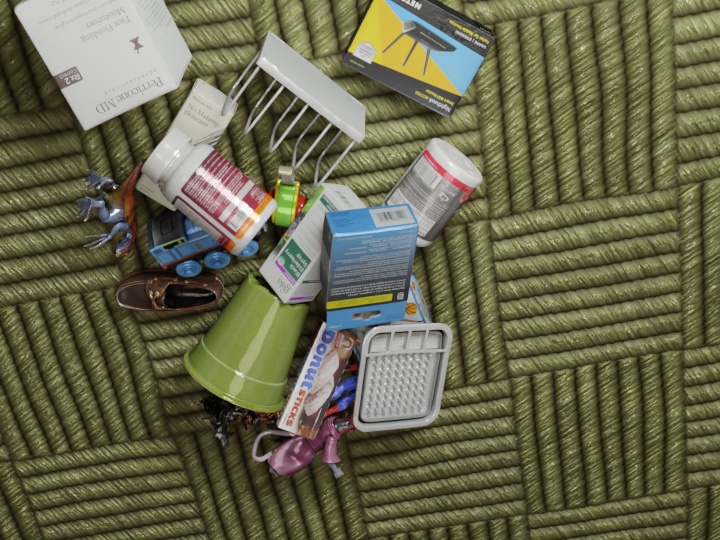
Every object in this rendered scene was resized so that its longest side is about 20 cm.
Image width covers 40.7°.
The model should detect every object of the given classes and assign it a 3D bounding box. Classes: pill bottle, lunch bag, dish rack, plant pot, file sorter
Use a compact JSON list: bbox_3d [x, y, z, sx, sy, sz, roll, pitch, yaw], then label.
[{"bbox_3d":[-0.237,-0.126,1.517,0.200,0.110,0.110,40,110,-7],"label":"pill bottle"},{"bbox_3d":[0.041,0.088,1.738,0.158,0.076,0.202,-18,116,10],"label":"lunch bag"},{"bbox_3d":[0.066,0.178,1.684,0.170,0.044,0.202,-2,112,-24],"label":"dish rack"},{"bbox_3d":[0.102,-0.111,1.617,0.110,0.111,0.201,32,112,-16],"label":"pill bottle"},{"bbox_3d":[-0.181,0.113,1.696,0.198,0.200,0.191,25,103,-13],"label":"plant pot"},{"bbox_3d":[-0.106,-0.250,1.529,0.199,0.139,0.125,36,113,-18],"label":"file sorter"}]

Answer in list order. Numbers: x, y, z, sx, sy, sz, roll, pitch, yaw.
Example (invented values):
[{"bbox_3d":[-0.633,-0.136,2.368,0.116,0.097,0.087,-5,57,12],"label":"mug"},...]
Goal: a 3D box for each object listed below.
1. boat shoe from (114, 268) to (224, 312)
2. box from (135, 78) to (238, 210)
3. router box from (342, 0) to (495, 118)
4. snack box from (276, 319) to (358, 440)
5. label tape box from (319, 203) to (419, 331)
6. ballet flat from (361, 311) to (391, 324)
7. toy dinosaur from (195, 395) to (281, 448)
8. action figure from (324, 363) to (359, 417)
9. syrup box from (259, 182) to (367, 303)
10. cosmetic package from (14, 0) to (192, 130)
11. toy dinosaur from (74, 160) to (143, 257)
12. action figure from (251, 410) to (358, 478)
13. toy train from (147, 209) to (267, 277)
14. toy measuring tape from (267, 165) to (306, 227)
[{"bbox_3d":[-0.339,0.038,1.706,0.197,0.071,0.071,-8,118,4],"label":"boat shoe"},{"bbox_3d":[-0.284,-0.204,1.585,0.082,0.069,0.201,29,113,-13],"label":"box"},{"bbox_3d":[0.090,-0.353,1.527,0.198,0.051,0.150,24,115,-13],"label":"router box"},{"bbox_3d":[-0.076,0.192,1.699,0.071,0.024,0.202,22,93,-17],"label":"snack box"},{"bbox_3d":[0.009,-0.005,1.564,0.142,0.064,0.202,-7,132,-16],"label":"label tape box"},{"bbox_3d":[0.000,0.000,1.645,0.071,0.072,0.202,-22,81,10],"label":"ballet flat"},{"bbox_3d":[-0.227,0.239,1.803,0.135,0.102,0.201,-37,107,5],"label":"toy dinosaur"},{"bbox_3d":[0.003,0.201,1.738,0.198,0.052,0.066,-25,121,13],"label":"action figure"},{"bbox_3d":[-0.074,-0.043,1.610,0.079,0.081,0.201,49,116,23],"label":"syrup box"},{"bbox_3d":[-0.377,-0.352,1.454,0.163,0.166,0.201,-22,116,11],"label":"cosmetic package"},{"bbox_3d":[-0.396,-0.085,1.599,0.198,0.106,0.181,-8,159,21],"label":"toy dinosaur"},{"bbox_3d":[-0.083,0.302,1.807,0.199,0.135,0.149,-33,125,29],"label":"action figure"},{"bbox_3d":[-0.258,-0.060,1.633,0.198,0.087,0.115,-19,146,8],"label":"toy train"},{"bbox_3d":[-0.122,-0.113,1.573,0.073,0.200,0.075,0,82,-3],"label":"toy measuring tape"}]
